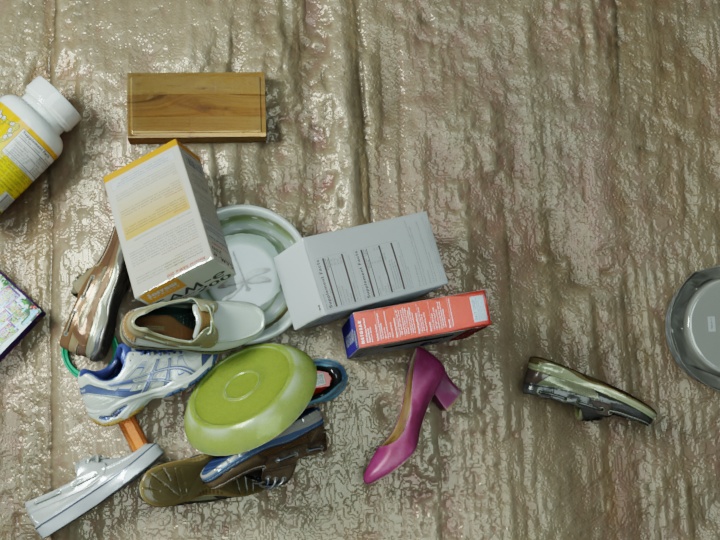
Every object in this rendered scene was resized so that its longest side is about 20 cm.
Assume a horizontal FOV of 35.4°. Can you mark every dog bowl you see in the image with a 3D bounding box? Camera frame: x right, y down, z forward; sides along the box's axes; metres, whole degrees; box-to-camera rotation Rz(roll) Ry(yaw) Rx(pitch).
[{"bbox_3d":[0.544,0.085,1.669,0.200,0.059,0.201,1,81,-6],"label":"dog bowl"}]

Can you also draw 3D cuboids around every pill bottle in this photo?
[{"bbox_3d":[-0.490,-0.172,1.576,0.113,0.113,0.200,43,80,2],"label":"pill bottle"}]

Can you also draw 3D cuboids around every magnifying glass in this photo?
[{"bbox_3d":[-0.353,0.163,1.586,0.079,0.022,0.200,-28,83,-10],"label":"magnifying glass"}]

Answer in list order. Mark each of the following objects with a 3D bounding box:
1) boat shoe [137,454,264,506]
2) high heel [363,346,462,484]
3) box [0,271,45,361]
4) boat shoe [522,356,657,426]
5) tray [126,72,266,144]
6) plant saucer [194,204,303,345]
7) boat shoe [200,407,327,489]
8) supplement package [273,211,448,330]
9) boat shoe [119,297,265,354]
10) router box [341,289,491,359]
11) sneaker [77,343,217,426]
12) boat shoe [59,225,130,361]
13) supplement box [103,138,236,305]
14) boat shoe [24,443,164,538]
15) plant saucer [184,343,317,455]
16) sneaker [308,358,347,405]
[{"bbox_3d":[-0.210,0.281,1.552,0.200,0.065,0.073,-3,81,-27],"label":"boat shoe"},{"bbox_3d":[0.053,0.204,1.590,0.200,0.067,0.096,-45,99,-15],"label":"high heel"},{"bbox_3d":[-0.558,0.086,1.566,0.137,0.039,0.200,43,80,1],"label":"box"},{"bbox_3d":[0.327,0.186,1.631,0.200,0.073,0.065,23,91,2],"label":"boat shoe"},{"bbox_3d":[-0.239,-0.238,1.650,0.199,0.037,0.099,-2,81,-5],"label":"tray"},{"bbox_3d":[-0.168,0.008,1.612,0.200,0.050,0.201,1,81,-6],"label":"plant saucer"},{"bbox_3d":[-0.120,0.254,1.518,0.200,0.072,0.073,-24,93,-34],"label":"boat shoe"},{"bbox_3d":[0.000,0.000,1.569,0.200,0.114,0.110,-13,82,-29],"label":"supplement package"},{"bbox_3d":[-0.220,0.075,1.523,0.200,0.068,0.075,-6,80,-20],"label":"boat shoe"},{"bbox_3d":[0.072,0.076,1.551,0.179,0.200,0.049,-10,83,-6],"label":"router box"},{"bbox_3d":[-0.289,0.131,1.545,0.200,0.075,0.088,-30,112,-23],"label":"sneaker"},{"bbox_3d":[-0.367,0.025,1.571,0.072,0.076,0.200,11,66,3],"label":"boat shoe"},{"bbox_3d":[-0.264,-0.062,1.557,0.126,0.074,0.200,-25,65,12],"label":"supplement box"},{"bbox_3d":[-0.364,0.285,1.537,0.200,0.074,0.065,-33,86,-8],"label":"boat shoe"},{"bbox_3d":[-0.155,0.164,1.526,0.200,0.200,0.031,-34,123,-10],"label":"plant saucer"},{"bbox_3d":[-0.114,0.165,1.573,0.200,0.090,0.079,-19,84,-8],"label":"sneaker"}]
